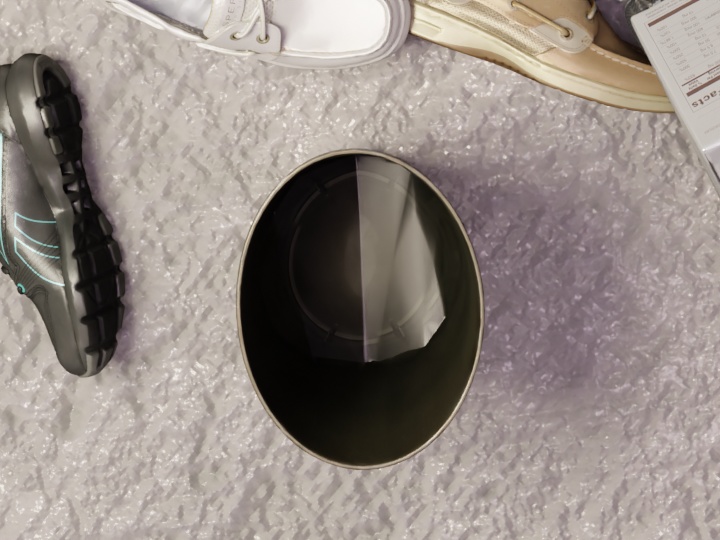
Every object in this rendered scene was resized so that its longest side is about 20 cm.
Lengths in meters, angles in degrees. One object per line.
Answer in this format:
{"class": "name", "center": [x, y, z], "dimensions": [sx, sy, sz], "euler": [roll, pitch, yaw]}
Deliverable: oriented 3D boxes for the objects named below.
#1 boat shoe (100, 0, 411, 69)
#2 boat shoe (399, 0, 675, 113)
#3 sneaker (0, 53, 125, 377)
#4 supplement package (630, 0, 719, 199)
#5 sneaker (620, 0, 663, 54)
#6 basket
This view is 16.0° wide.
{"class": "boat shoe", "center": [-0.072, -0.157, 1.504], "dimensions": [0.200, 0.069, 0.071], "euler": [10, 101, 12]}
{"class": "boat shoe", "center": [0.113, -0.147, 1.522], "dimensions": [0.200, 0.071, 0.065], "euler": [19, 103, -2]}
{"class": "sneaker", "center": [-0.199, -0.030, 1.562], "dimensions": [0.079, 0.075, 0.200], "euler": [-11, 96, 17]}
{"class": "supplement package", "center": [0.270, -0.087, 1.462], "dimensions": [0.156, 0.111, 0.200], "euler": [-28, 142, 7]}
{"class": "sneaker", "center": [0.172, -0.214, 1.522], "dimensions": [0.074, 0.087, 0.200], "euler": [-31, 82, 46]}
{"class": "basket", "center": [0.000, 0.000, 1.490], "dimensions": [0.136, 0.200, 0.181], "euler": [-3, 103, 1]}
